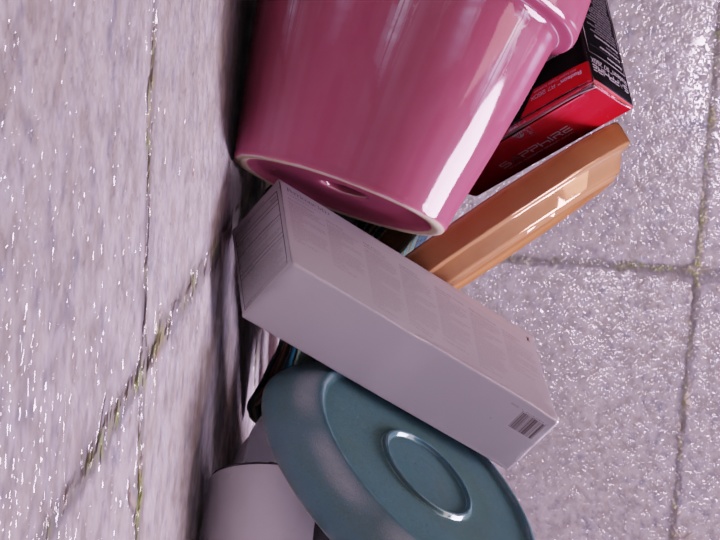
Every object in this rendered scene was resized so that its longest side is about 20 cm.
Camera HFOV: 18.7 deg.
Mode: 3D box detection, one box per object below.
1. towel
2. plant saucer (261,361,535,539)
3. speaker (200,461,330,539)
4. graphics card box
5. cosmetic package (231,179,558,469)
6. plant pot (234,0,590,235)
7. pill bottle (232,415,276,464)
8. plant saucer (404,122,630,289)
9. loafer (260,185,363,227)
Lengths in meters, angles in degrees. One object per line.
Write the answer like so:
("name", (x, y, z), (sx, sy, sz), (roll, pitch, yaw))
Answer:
("towel", (0.000, 0.000, 1.404), (0.200, 0.022, 0.147), (-50, 170, -34))
("plant saucer", (0.031, 0.120, 1.210), (0.027, 0.200, 0.200), (-47, -167, 21))
("speaker", (-0.054, 0.210, 1.164), (0.081, 0.081, 0.201), (88, 7, -65))
("graphics card box", (0.090, -0.160, 1.362), (0.051, 0.125, 0.201), (25, 45, -45))
("cosmetic package", (0.019, 0.033, 1.248), (0.051, 0.199, 0.083), (-45, -151, 25))
("plant pot", (0.017, -0.125, 1.234), (0.200, 0.199, 0.180), (76, 33, -81))
("pill bottle", (-0.025, 0.152, 1.352), (0.200, 0.112, 0.114), (88, 7, -64))
("plant saucer", (0.085, -0.024, 1.363), (0.032, 0.200, 0.200), (56, 1, 3))
("loafer", (-0.027, -0.036, 1.416), (0.075, 0.070, 0.200), (-45, 167, -41))
